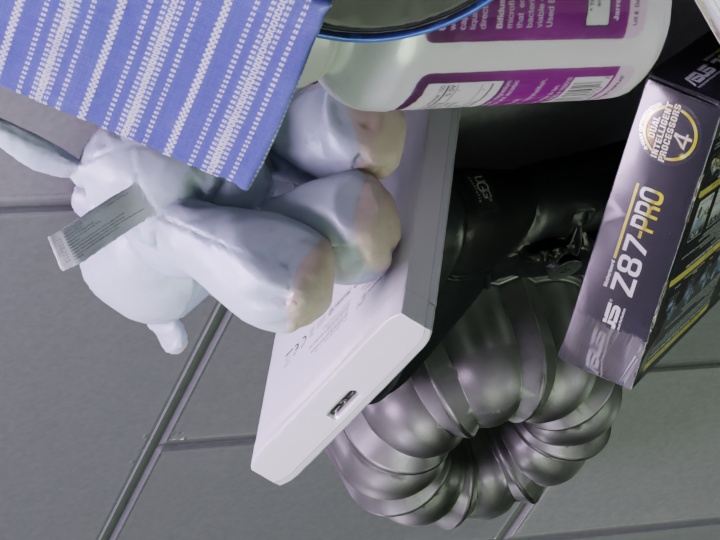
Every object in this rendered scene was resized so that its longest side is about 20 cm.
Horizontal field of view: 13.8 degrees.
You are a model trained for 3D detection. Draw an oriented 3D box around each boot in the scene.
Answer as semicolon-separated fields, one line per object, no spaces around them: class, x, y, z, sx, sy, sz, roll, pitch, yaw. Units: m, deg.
boot;0.079;0.002;1.668;0.167;0.077;0.200;-7;149;-26

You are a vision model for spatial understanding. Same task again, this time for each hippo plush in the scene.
hippo plush;-0.075;-0.014;1.472;0.199;0.160;0.161;-26;162;-24

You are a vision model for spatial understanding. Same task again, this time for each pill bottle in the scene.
pill bottle;0.038;-0.133;1.410;0.199;0.113;0.113;-4;144;-26

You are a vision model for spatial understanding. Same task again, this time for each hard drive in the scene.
hard drive;0.000;0.000;1.514;0.027;0.201;0.132;30;127;-18

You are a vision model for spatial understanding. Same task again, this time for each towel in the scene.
towel;-0.120;-0.117;1.311;0.199;0.024;0.145;23;145;-2

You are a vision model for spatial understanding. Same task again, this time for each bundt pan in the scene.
bundt pan;0.071;0.087;1.795;0.201;0.076;0.202;-16;147;-10

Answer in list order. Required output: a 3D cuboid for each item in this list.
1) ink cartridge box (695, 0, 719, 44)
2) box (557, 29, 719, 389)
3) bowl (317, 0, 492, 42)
ink cartridge box;0.247;-0.193;1.442;0.199;0.176;0.084;-29;117;12
box;0.177;-0.046;1.540;0.200;0.049;0.162;-37;145;-59
bowl;0.005;-0.191;1.281;0.199;0.039;0.202;-5;116;-10
